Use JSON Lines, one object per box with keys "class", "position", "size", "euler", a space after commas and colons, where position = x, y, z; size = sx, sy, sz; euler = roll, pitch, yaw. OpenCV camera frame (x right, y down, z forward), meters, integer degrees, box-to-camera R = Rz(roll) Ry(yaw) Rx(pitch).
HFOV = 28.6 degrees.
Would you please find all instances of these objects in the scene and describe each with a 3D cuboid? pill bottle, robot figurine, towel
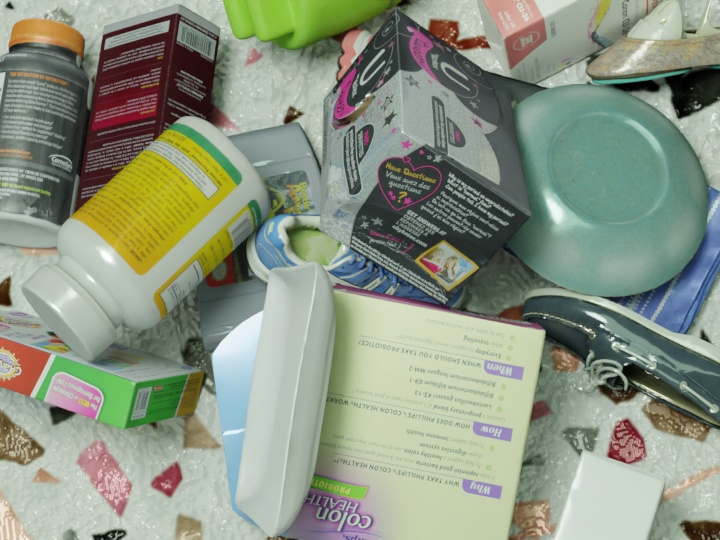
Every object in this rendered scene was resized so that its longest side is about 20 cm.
{"class": "pill bottle", "position": [-0.178, -0.024, 1.166], "size": [0.112, 0.113, 0.200], "euler": [38, 71, 18]}
{"class": "robot figurine", "position": [-0.031, -0.275, 1.286], "size": [0.199, 0.175, 0.117], "euler": [-28, 113, -26]}
{"class": "towel", "position": [0.218, -0.042, 1.215], "size": [0.199, 0.024, 0.146], "euler": [30, 81, 5]}
{"class": "pill bottle", "position": [-0.307, -0.131, 1.321], "size": [0.105, 0.106, 0.203], "euler": [3, 75, 12]}

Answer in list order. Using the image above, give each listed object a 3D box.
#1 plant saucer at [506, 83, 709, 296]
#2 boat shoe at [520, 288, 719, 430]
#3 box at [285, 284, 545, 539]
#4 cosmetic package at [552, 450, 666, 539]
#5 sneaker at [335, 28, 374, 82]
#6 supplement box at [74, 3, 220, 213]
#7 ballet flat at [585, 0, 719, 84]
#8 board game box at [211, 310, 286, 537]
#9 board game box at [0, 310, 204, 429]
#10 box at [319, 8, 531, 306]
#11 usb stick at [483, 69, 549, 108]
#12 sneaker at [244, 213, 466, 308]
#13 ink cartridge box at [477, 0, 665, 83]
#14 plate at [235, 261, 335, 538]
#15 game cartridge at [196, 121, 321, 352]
{"class": "plant saucer", "position": [0.203, -0.078, 1.184], "size": [0.198, 0.039, 0.204], "euler": [3, 67, -7]}
{"class": "boat shoe", "position": [0.221, 0.075, 1.176], "size": [0.198, 0.075, 0.062], "euler": [23, 71, 10]}
{"class": "box", "position": [0.045, 0.127, 1.142], "size": [0.174, 0.097, 0.203], "euler": [10, 91, 3]}
{"class": "cosmetic package", "position": [0.178, 0.254, 1.117], "size": [0.070, 0.101, 0.202], "euler": [17, 79, 15]}
{"class": "sneaker", "position": [0.018, -0.126, 1.274], "size": [0.086, 0.074, 0.203], "euler": [3, 74, 10]}
{"class": "supplement box", "position": [-0.197, -0.134, 1.304], "size": [0.108, 0.061, 0.203], "euler": [-6, 70, 39]}
{"class": "ballet flat", "position": [0.295, -0.208, 1.243], "size": [0.197, 0.068, 0.068], "euler": [-6, 108, 2]}
{"class": "board game box", "position": [-0.042, 0.128, 1.224], "size": [0.156, 0.039, 0.203], "euler": [-9, 85, 1]}
{"class": "board game box", "position": [-0.255, 0.082, 1.224], "size": [0.198, 0.153, 0.041], "euler": [16, 94, 16]}
{"class": "box", "position": [0.048, -0.097, 1.141], "size": [0.115, 0.131, 0.201], "euler": [-48, 24, 28]}
{"class": "usb stick", "position": [0.115, -0.149, 1.253], "size": [0.197, 0.033, 0.056], "euler": [15, 78, -5]}
{"class": "sneaker", "position": [0.000, 0.000, 1.216], "size": [0.197, 0.077, 0.077], "euler": [12, 72, -12]}
{"class": "ink cartridge box", "position": [0.207, -0.250, 1.249], "size": [0.198, 0.117, 0.068], "euler": [-27, 70, 3]}
{"class": "plate", "position": [-0.057, 0.097, 1.103], "size": [0.032, 0.200, 0.202], "euler": [10, 86, -13]}
{"class": "game cartridge", "position": [-0.089, -0.034, 1.289], "size": [0.131, 0.041, 0.203], "euler": [-10, 72, 4]}
